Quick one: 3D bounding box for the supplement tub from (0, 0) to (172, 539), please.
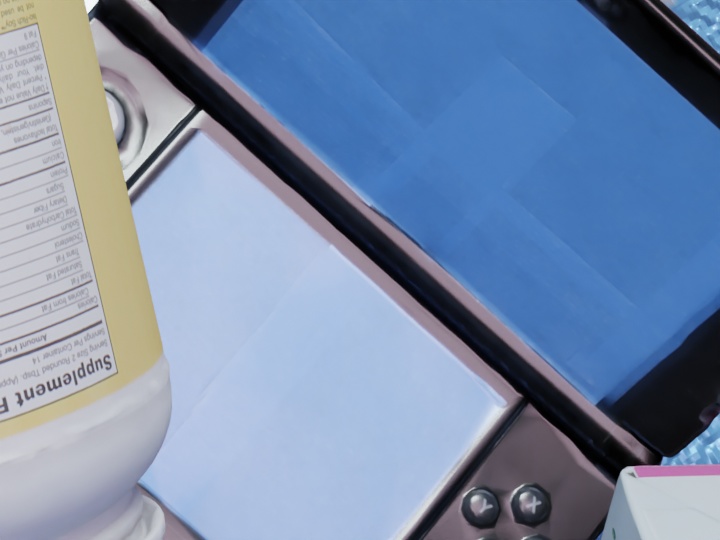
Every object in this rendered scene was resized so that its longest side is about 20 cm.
[{"bbox_3d":[-0.124,-0.007,0.650,0.145,0.145,0.201,-15,101,-18],"label":"supplement tub"}]

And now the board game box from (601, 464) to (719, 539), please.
[{"bbox_3d":[0.116,0.141,0.686,0.147,0.201,0.064,0,35,-16],"label":"board game box"}]

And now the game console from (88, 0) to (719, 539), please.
[{"bbox_3d":[0.000,0.000,0.723,0.200,0.119,0.172,42,70,-3],"label":"game console"}]
